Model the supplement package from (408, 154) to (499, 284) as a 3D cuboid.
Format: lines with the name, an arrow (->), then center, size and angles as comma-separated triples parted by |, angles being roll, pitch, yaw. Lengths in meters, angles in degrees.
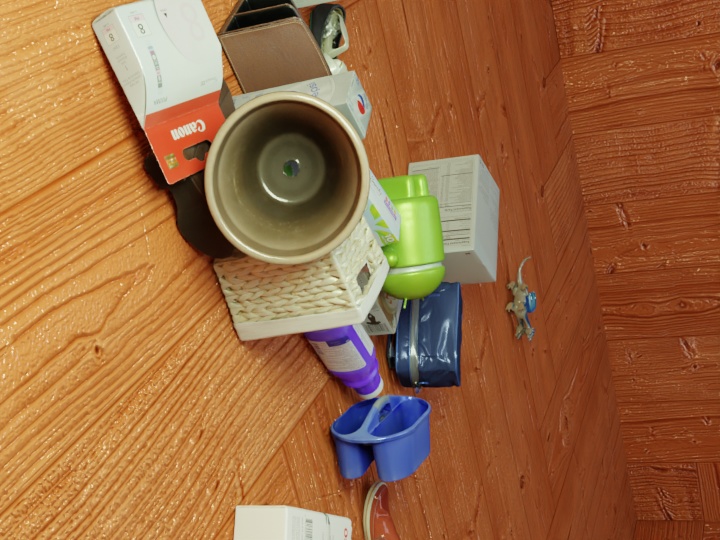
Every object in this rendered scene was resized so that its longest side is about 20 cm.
supplement package -> 0.178, -0.094, 2.092 | 0.152, 0.148, 0.203 | 46, 45, -56

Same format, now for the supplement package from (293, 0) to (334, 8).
supplement package -> -0.098, -0.487, 1.487 | 0.200, 0.188, 0.149 | 52, 39, -52

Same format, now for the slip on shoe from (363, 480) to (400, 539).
slip on shoe -> 0.044, 0.453, 1.792 | 0.074, 0.060, 0.204 | 8, 77, -64

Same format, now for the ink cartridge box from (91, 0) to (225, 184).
ink cartridge box -> -0.213, -0.223, 1.278 | 0.202, 0.057, 0.162 | 62, 33, -6

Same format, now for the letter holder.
letter holder -> -0.090, -0.286, 1.527 | 0.101, 0.140, 0.202 | -70, 145, -44

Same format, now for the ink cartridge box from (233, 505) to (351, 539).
ink cartridge box -> -0.091, 0.402, 1.462 | 0.200, 0.083, 0.147 | 34, 55, -60

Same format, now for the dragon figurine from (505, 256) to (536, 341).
dragon figurine -> 0.405, 0.074, 2.693 | 0.099, 0.058, 0.203 | 42, 49, -58

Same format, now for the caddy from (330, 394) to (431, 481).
caddy -> 0.035, 0.254, 1.713 | 0.200, 0.139, 0.107 | -31, 119, -64

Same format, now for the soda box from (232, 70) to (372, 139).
soda box -> -0.089, -0.205, 1.442 | 0.069, 0.197, 0.064 | 59, 34, -43

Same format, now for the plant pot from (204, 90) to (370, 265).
plant pot -> -0.087, -0.118, 1.334 | 0.175, 0.197, 0.204 | -100, -179, -82

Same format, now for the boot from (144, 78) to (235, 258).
boot -> -0.190, -0.144, 1.377 | 0.202, 0.063, 0.188 | -76, 149, -45

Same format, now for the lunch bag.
lunch bag -> 0.115, 0.122, 1.937 | 0.136, 0.130, 0.203 | 70, 22, -65

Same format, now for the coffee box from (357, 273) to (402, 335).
coffee box -> 0.000, 0.000, 1.753 | 0.201, 0.079, 0.115 | 62, 32, -42

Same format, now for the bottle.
bottle -> -0.019, 0.128, 1.680 | 0.201, 0.082, 0.066 | 59, 34, -44

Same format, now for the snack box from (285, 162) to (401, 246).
snack box -> -0.045, -0.106, 1.533 | 0.201, 0.140, 0.054 | 53, 33, -39

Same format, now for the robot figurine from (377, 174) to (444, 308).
robot figurine -> 0.072, -0.046, 1.685 | 0.175, 0.114, 0.204 | -14, 98, -60

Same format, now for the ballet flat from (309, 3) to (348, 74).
ballet flat -> -0.053, -0.340, 1.714 | 0.073, 0.072, 0.203 | 42, 48, -57

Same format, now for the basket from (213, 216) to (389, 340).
basket -> -0.082, -0.004, 1.431 | 0.125, 0.197, 0.136 | 66, 30, -26
